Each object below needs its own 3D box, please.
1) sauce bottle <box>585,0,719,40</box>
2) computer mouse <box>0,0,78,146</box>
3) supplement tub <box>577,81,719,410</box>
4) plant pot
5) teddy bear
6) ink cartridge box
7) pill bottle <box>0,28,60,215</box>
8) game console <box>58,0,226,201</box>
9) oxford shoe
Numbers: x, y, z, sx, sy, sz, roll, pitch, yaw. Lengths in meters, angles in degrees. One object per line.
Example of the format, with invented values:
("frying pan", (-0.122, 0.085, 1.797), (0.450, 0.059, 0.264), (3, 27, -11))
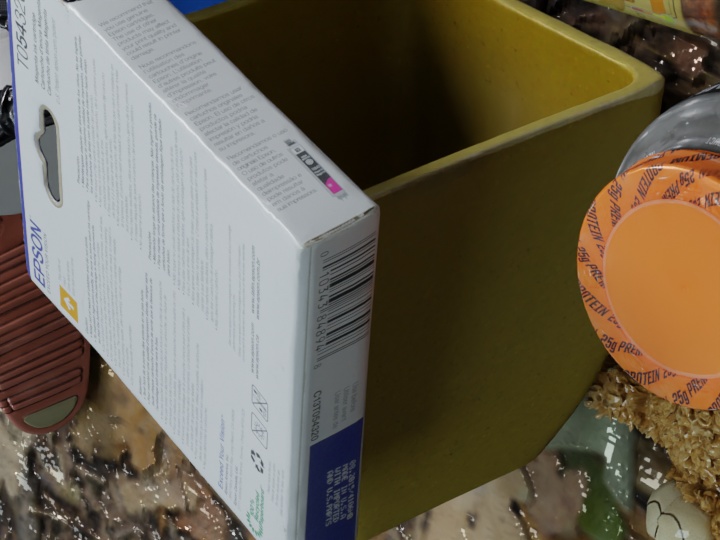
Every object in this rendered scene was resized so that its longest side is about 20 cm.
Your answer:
("sauce bottle", (0.084, -0.150, 1.240), (0.200, 0.066, 0.066), (18, 120, 33))
("computer mouse", (-0.150, -0.132, 1.264), (0.140, 0.046, 0.200), (-23, 58, 30))
("supplement tub", (0.178, -0.026, 1.121), (0.122, 0.200, 0.123), (18, 120, 34))
("plant pot", (0.000, 0.000, 1.277), (0.194, 0.195, 0.200), (33, 135, 45))
("teddy bear", (0.154, 0.053, 1.271), (0.145, 0.067, 0.200), (32, 127, 30))
("ink cartridge box", (-0.068, -0.009, 1.146), (0.200, 0.043, 0.197), (47, 151, 32))
("pill bottle", (-0.197, -0.129, 1.421), (0.200, 0.114, 0.114), (57, 138, 34))
("game console", (-0.078, -0.065, 1.454), (0.200, 0.118, 0.171), (-7, 74, 42))
("oxford shoe", (-0.199, -0.009, 1.565), (0.074, 0.071, 0.200), (12, 120, 65))
